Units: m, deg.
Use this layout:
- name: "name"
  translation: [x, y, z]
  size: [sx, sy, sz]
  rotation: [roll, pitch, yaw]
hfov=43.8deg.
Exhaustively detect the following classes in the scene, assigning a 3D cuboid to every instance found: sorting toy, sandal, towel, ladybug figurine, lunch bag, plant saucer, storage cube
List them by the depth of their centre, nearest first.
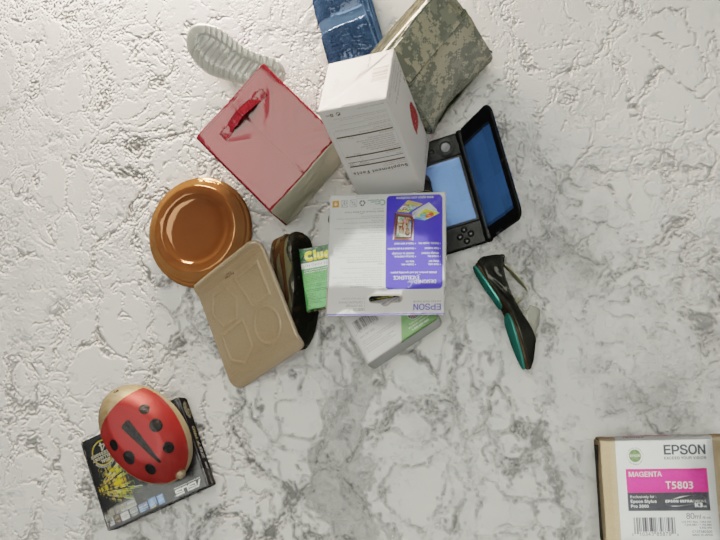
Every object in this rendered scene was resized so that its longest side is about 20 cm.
- name: "ladybug figurine"
  translation: [-0.366, 0.276, 1.507]
  size: [0.199, 0.072, 0.137]
  rotation: [38, 86, 14]
- name: "lunch bag"
  translation: [0.117, -0.354, 1.535]
  size: [0.167, 0.139, 0.201]
  rotation: [43, 82, -15]
- name: "storage cube"
  translation: [-0.145, -0.210, 1.539]
  size: [0.180, 0.200, 0.171]
  rotation: [43, 89, 8]
- name: "sorting toy"
  translation: [-0.192, 0.077, 1.547]
  size: [0.184, 0.036, 0.203]
  rotation: [-33, 76, 33]
- name: "plant saucer"
  translation: [-0.294, -0.072, 1.620]
  size: [0.195, 0.037, 0.205]
  rotation: [-2, 80, 11]
- name: "towel"
  translation: [-0.021, -0.442, 1.627]
  size: [0.109, 0.049, 0.204]
  rotation: [-16, 78, 8]
- name: "sandal"
  translation: [-0.232, -0.387, 1.660]
  size: [0.200, 0.050, 0.084]
  rotation: [28, 100, 1]

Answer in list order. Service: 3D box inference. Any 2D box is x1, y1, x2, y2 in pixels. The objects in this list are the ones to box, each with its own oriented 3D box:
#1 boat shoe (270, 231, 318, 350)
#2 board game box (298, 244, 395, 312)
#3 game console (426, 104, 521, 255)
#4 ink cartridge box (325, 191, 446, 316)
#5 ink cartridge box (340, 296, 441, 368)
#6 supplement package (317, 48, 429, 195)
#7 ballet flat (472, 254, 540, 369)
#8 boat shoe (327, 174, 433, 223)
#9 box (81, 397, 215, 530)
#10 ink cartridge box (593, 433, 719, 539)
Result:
- name: "boat shoe"
  translation: [-0.121, 0.036, 1.558]
  size: [0.073, 0.075, 0.205]
  rotation: [-2, 88, 38]
- name: "board game box"
  translation: [0.000, 0.000, 1.473]
  size: [0.195, 0.023, 0.107]
  rotation: [-10, 79, 8]
- name: "game console"
  translation: [0.166, -0.147, 1.506]
  size: [0.167, 0.118, 0.204]
  rotation: [-16, 77, 7]
- name: "ink cartridge box"
  translation: [0.042, -0.023, 1.436]
  size: [0.193, 0.043, 0.205]
  rotation: [-1, 75, 10]
- name: "ink cartridge box"
  translation: [0.027, 0.039, 1.516]
  size: [0.144, 0.084, 0.202]
  rotation: [-31, 75, 3]
- name: "supplement package"
  translation: [0.027, -0.232, 1.453]
  size: [0.117, 0.201, 0.123]
  rotation: [-7, 49, 20]
- name: "ballet flat"
  translation: [0.256, 0.061, 1.482]
  size: [0.067, 0.068, 0.203]
  rotation: [-23, 77, -3]
- name: "boat shoe"
  translation: [0.036, -0.118, 1.549]
  size: [0.196, 0.073, 0.064]
  rotation: [-11, 61, 22]
- name: "box"
  translation: [-0.369, 0.336, 1.557]
  size: [0.196, 0.049, 0.164]
  rotation: [-23, 78, 4]
- name: "ink cartridge box"
  translation: [0.468, 0.341, 1.388]
  size: [0.195, 0.075, 0.169]
  rotation: [-4, 81, 10]
